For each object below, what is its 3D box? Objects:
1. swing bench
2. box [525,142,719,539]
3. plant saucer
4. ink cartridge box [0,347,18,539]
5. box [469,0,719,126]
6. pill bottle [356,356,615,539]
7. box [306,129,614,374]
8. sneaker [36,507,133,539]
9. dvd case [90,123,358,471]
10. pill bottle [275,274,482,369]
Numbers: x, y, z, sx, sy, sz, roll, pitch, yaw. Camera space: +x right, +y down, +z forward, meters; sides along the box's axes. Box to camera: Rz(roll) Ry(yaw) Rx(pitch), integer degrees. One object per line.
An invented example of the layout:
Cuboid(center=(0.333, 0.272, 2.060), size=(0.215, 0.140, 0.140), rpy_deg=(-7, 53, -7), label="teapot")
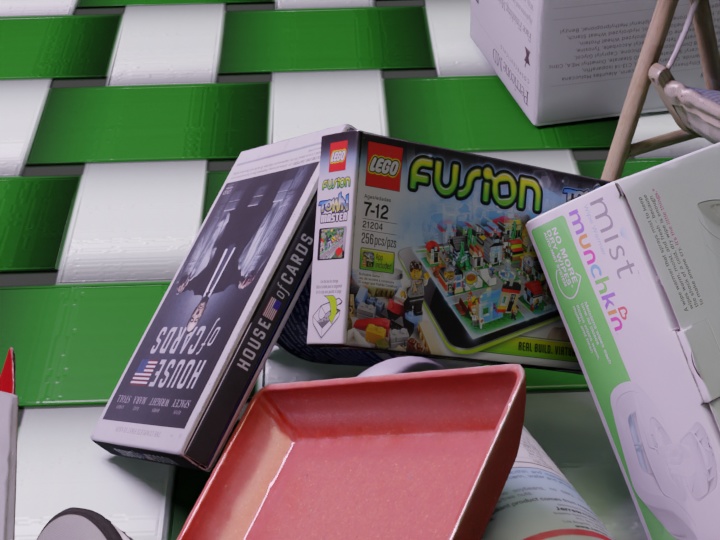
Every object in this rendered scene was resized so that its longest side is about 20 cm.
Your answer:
Cuboid(center=(0.281, -0.126, 1.180), size=(0.129, 0.202, 0.199), rpy_deg=(-17, 34, -26), label="swing bench")
Cuboid(center=(0.212, 0.032, 0.902), size=(0.175, 0.201, 0.097), rpy_deg=(-21, -2, -28), label="box")
Cuboid(center=(-0.020, 0.139, 0.774), size=(0.199, 0.037, 0.201), rpy_deg=(-10, 45, 50), label="plant saucer")
Cuboid(center=(-0.218, 0.144, 0.726), size=(0.083, 0.201, 0.176), rpy_deg=(18, 24, -19), label="ink cartridge box")
Cuboid(center=(0.211, -0.230, 1.428), size=(0.198, 0.132, 0.199), rpy_deg=(-8, 31, -11), label="box")
Cuboid(center=(0.053, 0.128, 0.845), size=(0.108, 0.110, 0.200), rpy_deg=(-11, 30, -17), label="pill bottle")
Cuboid(center=(0.064, -0.005, 0.910), size=(0.199, 0.111, 0.035), rpy_deg=(7, -6, -36), label="box")
Cuboid(center=(-0.150, 0.172, 0.787), size=(0.074, 0.079, 0.201), rpy_deg=(-36, 23, 18), label="sneaker")
Cuboid(center=(-0.075, 0.015, 0.951), size=(0.150, 0.025, 0.201), rpy_deg=(-5, 55, 63), label="dvd case")
Cuboid(center=(0.000, 0.000, 1.009), size=(0.115, 0.117, 0.199), rpy_deg=(-24, 13, -34), label="pill bottle")
